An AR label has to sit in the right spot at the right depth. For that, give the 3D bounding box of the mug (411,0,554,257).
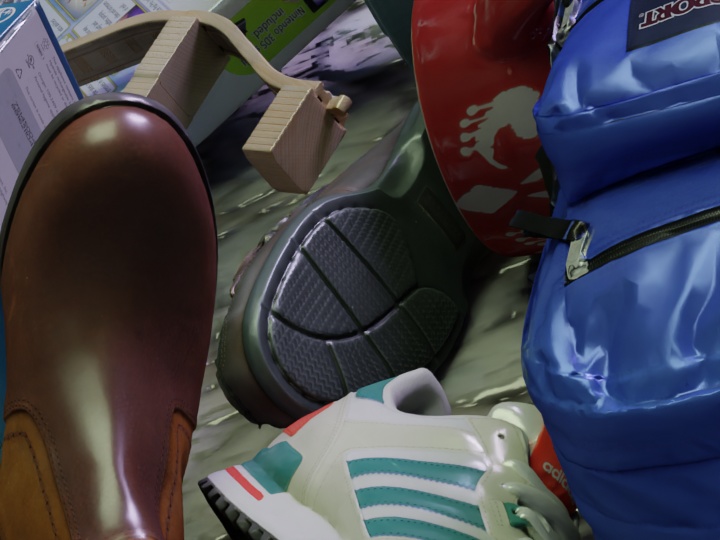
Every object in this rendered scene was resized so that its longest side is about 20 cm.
[{"bbox_3d":[0.119,-0.095,0.767,0.199,0.178,0.134,-14,36,25],"label":"mug"}]

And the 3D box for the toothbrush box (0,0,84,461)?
[{"bbox_3d":[-0.186,-0.005,0.859,0.199,0.147,0.085,-7,31,30],"label":"toothbrush box"}]

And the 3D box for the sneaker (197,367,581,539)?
[{"bbox_3d":[0.033,0.076,0.634,0.093,0.070,0.200,-38,28,-14],"label":"sneaker"}]

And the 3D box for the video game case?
[{"bbox_3d":[-0.103,-0.108,1.034,0.181,0.045,0.200,-42,30,-2],"label":"video game case"}]

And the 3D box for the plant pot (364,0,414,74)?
[{"bbox_3d":[0.085,-0.177,0.927,0.196,0.201,0.200,-26,27,12],"label":"plant pot"}]

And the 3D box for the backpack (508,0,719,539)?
[{"bbox_3d":[0.116,-0.005,0.618,0.162,0.168,0.200,-20,30,25],"label":"backpack"}]

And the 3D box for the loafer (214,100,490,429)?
[{"bbox_3d":[0.000,0.000,0.812,0.063,0.072,0.200,-27,14,38],"label":"loafer"}]

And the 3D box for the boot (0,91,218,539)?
[{"bbox_3d":[-0.065,0.069,0.615,0.068,0.189,0.200,11,20,-17],"label":"boot"}]

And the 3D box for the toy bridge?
[{"bbox_3d":[-0.075,-0.069,0.895,0.200,0.027,0.067,8,59,43],"label":"toy bridge"}]
